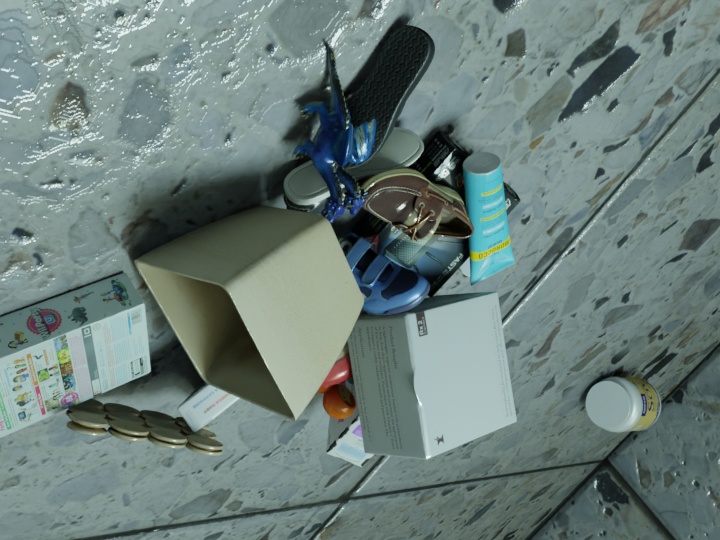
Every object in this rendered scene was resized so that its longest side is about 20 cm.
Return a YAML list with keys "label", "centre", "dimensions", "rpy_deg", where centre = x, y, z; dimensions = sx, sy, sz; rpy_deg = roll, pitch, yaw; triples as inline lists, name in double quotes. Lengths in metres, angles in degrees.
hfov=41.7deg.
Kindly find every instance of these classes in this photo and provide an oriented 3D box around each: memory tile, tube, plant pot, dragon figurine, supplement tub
- label: "memory tile"
  centre: [-0.282, 0.202, 1.227]
  dimensions: [0.199, 0.153, 0.017]
  rpy_deg: [16, 89, -21]
- label: "tube"
  centre: [0.176, -0.069, 1.313]
  dimensions: [0.077, 0.050, 0.200]
  rpy_deg: [-23, 132, -11]
- label: "plant pot"
  centre: [-0.116, 0.029, 1.147]
  dimensions: [0.177, 0.200, 0.200]
  rpy_deg: [-42, 124, -29]
- label: "dragon figurine"
  centre: [-0.020, -0.157, 1.106]
  dimensions: [0.059, 0.099, 0.201]
  rpy_deg: [-19, 133, -52]
- label: "supplement tub"
  centre: [0.695, 0.354, 2.504]
  dimensions: [0.200, 0.146, 0.146]
  rpy_deg: [9, 125, -52]

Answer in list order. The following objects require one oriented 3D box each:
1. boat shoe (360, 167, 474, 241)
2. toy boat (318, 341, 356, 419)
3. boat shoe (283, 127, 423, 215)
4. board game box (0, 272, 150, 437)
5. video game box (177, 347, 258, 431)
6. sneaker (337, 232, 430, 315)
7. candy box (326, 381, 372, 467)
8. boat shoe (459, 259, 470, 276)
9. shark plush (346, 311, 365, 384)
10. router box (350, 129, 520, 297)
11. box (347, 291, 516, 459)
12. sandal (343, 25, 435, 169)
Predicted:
- label: "boat shoe"
  centre: [0.077, -0.076, 1.218]
  dimensions: [0.200, 0.072, 0.072]
  rpy_deg: [13, 128, -49]
- label: "toy boat"
  centre: [-0.054, 0.165, 1.416]
  dimensions: [0.130, 0.131, 0.200]
  rpy_deg: [-41, -177, -39]
- label: "boat shoe"
  centre: [-0.009, -0.121, 1.209]
  dimensions: [0.200, 0.074, 0.060]
  rpy_deg: [-30, 155, -22]
- label: "board game box"
  centre: [-0.360, 0.101, 1.139]
  dimensions: [0.200, 0.064, 0.148]
  rpy_deg: [-23, 145, -27]
- label: "video game box"
  centre: [-0.161, 0.141, 1.326]
  dimensions: [0.182, 0.047, 0.200]
  rpy_deg: [-35, -178, -3]
- label: "sneaker"
  centre: [0.000, 0.000, 1.274]
  dimensions: [0.074, 0.199, 0.082]
  rpy_deg: [-50, 141, -34]
- label: "candy box"
  centre: [0.024, 0.191, 1.533]
  dimensions: [0.071, 0.168, 0.200]
  rpy_deg: [24, 128, -17]
- label: "boat shoe"
  centre: [0.147, -0.078, 1.439]
  dimensions: [0.068, 0.057, 0.200]
  rpy_deg: [-22, 129, -6]
- label: "shark plush"
  centre: [0.011, 0.083, 1.486]
  dimensions: [0.091, 0.083, 0.200]
  rpy_deg: [6, 128, -50]
- label: "router box"
  centre: [0.107, -0.077, 1.347]
  dimensions: [0.150, 0.062, 0.200]
  rpy_deg: [32, 107, -35]
- label: "box"
  centre: [0.101, 0.143, 1.345]
  dimensions: [0.200, 0.200, 0.130]
  rpy_deg: [-11, -177, -42]
- label: "sandal"
  centre: [0.026, -0.201, 1.145]
  dimensions: [0.201, 0.075, 0.048]
  rpy_deg: [-51, 165, 20]
